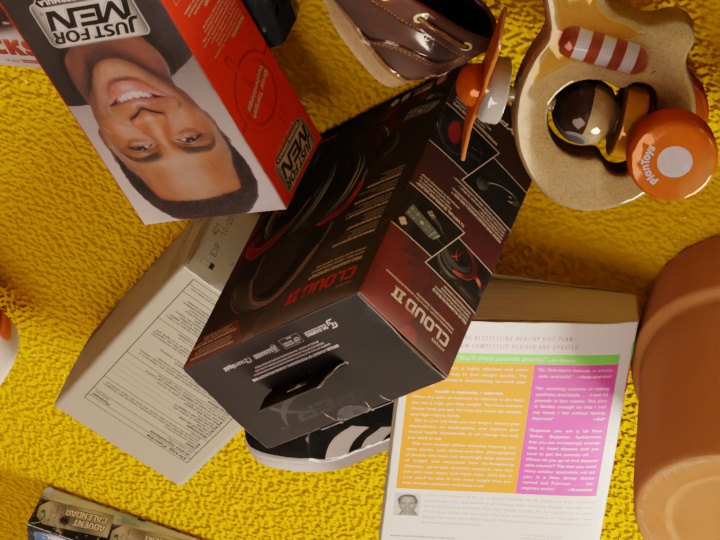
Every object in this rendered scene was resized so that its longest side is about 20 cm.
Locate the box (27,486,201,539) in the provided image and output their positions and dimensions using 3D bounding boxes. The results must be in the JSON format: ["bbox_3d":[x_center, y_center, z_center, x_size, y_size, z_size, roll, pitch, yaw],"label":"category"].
[{"bbox_3d":[-0.174,0.250,1.959,0.137,0.040,0.200,17,140,9],"label":"box"}]

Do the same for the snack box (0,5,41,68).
[{"bbox_3d":[-0.252,-0.154,1.535,0.200,0.024,0.072,8,139,36],"label":"snack box"}]

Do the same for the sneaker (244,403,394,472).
[{"bbox_3d":[0.003,0.055,1.629,0.200,0.073,0.112,-10,126,25],"label":"sneaker"}]

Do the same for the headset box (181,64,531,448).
[{"bbox_3d":[0.000,0.000,1.458,0.075,0.200,0.149,44,139,-22],"label":"headset box"}]

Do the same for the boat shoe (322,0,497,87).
[{"bbox_3d":[-0.005,-0.176,1.370,0.070,0.070,0.200,-15,134,40],"label":"boat shoe"}]

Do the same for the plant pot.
[{"bbox_3d":[0.234,0.095,1.489,0.200,0.140,0.200,15,140,13],"label":"plant pot"}]

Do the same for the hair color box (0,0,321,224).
[{"bbox_3d":[-0.113,-0.119,1.443,0.101,0.061,0.200,-6,133,32],"label":"hair color box"}]

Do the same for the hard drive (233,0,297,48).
[{"bbox_3d":[-0.124,-0.206,1.425,0.139,0.033,0.200,6,138,23],"label":"hard drive"}]

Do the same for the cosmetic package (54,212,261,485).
[{"bbox_3d":[-0.099,0.044,1.662,0.105,0.071,0.200,34,140,-12],"label":"cosmetic package"}]

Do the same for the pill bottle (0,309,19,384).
[{"bbox_3d":[-0.321,0.009,1.708,0.114,0.114,0.200,-15,126,39],"label":"pill bottle"}]

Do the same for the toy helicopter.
[{"bbox_3d":[0.102,-0.122,1.358,0.132,0.079,0.200,-11,115,8],"label":"toy helicopter"}]

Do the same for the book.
[{"bbox_3d":[0.084,0.094,1.566,0.133,0.048,0.200,5,129,-1],"label":"book"}]
